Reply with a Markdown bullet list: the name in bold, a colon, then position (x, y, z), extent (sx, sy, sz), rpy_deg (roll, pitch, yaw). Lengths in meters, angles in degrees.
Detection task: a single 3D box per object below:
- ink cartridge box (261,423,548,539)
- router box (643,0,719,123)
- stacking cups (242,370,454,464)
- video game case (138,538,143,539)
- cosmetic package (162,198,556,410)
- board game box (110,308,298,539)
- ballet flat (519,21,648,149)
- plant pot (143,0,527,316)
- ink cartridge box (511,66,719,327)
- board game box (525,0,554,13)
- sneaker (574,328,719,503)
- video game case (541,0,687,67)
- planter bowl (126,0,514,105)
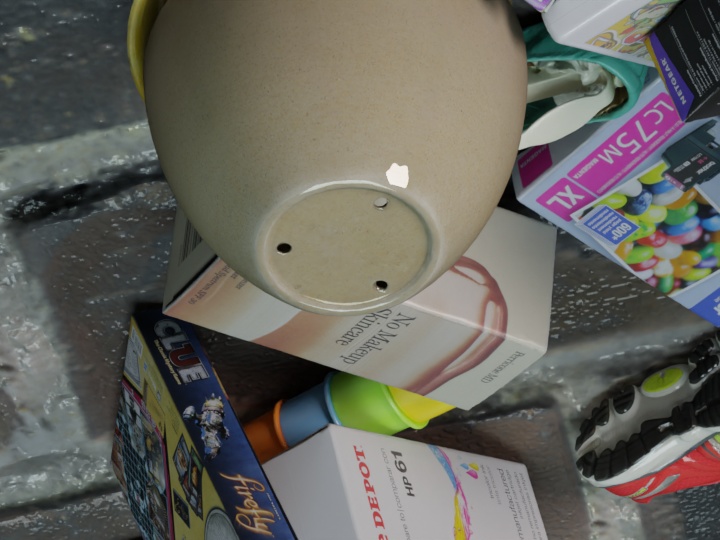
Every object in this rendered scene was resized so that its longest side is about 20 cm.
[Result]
- **ink cartridge box**: position (0.031, 0.185, 1.705), extent (0.085, 0.145, 0.200), rpy_deg (-33, 151, 32)
- **router box**: position (0.267, -0.149, 1.427), extent (0.200, 0.052, 0.157), rpy_deg (-13, 161, -34)
- **stacking cups**: position (-0.019, 0.097, 1.726), extent (0.200, 0.061, 0.061), rpy_deg (-30, 129, 25)
- **video game case**: position (-0.066, 0.230, 1.871), extent (0.200, 0.026, 0.181), rpy_deg (-15, 133, 9)
- **cosmetic package**: position (0.000, 0.000, 1.595), extent (0.200, 0.087, 0.103), rpy_deg (17, 149, -20)
- **board game box**: position (-0.095, 0.138, 1.660), extent (0.035, 0.200, 0.136), rpy_deg (-9, 138, -23)
- **ballet flat**: position (0.062, -0.093, 1.540), extent (0.200, 0.070, 0.067), rpy_deg (-14, 134, 10)
- **plant pot**: position (-0.010, -0.055, 1.410), extent (0.200, 0.135, 0.200), rpy_deg (-2, 135, -2)
- **ink cartridge box**: position (0.200, -0.040, 1.624), extent (0.200, 0.042, 0.119), rpy_deg (29, 125, -30)
- **board game box**: position (0.115, -0.243, 1.357), extent (0.103, 0.105, 0.200), rpy_deg (36, 125, -4)
- **sneaker**: position (0.230, 0.088, 1.736), extent (0.200, 0.077, 0.085), rpy_deg (-25, 142, 29)
- **video game case**: position (0.209, -0.160, 1.444), extent (0.182, 0.023, 0.200), rpy_deg (-31, 165, 24)
- **planter bowl**: position (-0.022, -0.145, 1.474), extent (0.200, 0.084, 0.201), rpy_deg (-2, 134, -2)
